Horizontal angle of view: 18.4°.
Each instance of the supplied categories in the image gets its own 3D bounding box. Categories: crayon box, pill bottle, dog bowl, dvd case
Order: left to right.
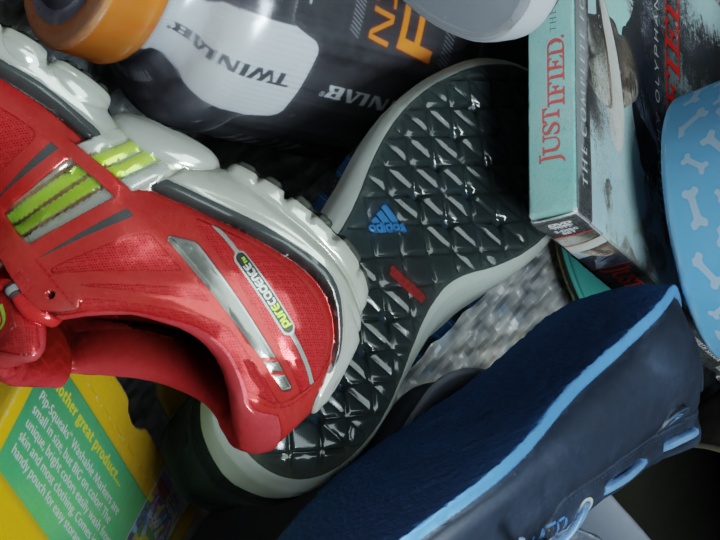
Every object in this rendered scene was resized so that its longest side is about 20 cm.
[{"bbox_3d":[-0.120,0.104,0.691,0.200,0.052,0.126,-65,150,-31],"label":"crayon box"},{"bbox_3d":[-0.020,-0.094,0.803,0.200,0.106,0.106,10,77,-37],"label":"pill bottle"},{"bbox_3d":[0.108,-0.054,0.817,0.200,0.022,0.146,33,53,-55],"label":"dvd case"},{"bbox_3d":[0.154,-0.023,0.806,0.200,0.050,0.112,-18,97,-69],"label":"dog bowl"}]

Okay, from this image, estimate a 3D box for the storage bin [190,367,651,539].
[{"bbox_3d":[0.022,0.148,0.782,0.200,0.134,0.146,48,58,-21],"label":"storage bin"}]

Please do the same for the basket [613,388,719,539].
[{"bbox_3d":[0.197,0.097,0.927,0.200,0.136,0.181,-37,139,-42],"label":"basket"}]

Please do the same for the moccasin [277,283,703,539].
[{"bbox_3d":[0.052,0.072,0.683,0.200,0.080,0.068,-33,108,-36],"label":"moccasin"}]

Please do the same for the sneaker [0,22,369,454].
[{"bbox_3d":[-0.096,-0.011,0.642,0.200,0.077,0.085,25,64,1],"label":"sneaker"}]

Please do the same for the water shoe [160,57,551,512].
[{"bbox_3d":[0.000,0.000,0.755,0.072,0.079,0.200,49,55,-8],"label":"water shoe"}]

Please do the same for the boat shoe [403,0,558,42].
[{"bbox_3d":[0.023,-0.160,0.759,0.065,0.074,0.200,-6,58,-41],"label":"boat shoe"}]

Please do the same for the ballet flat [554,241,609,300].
[{"bbox_3d":[0.111,-0.071,0.933,0.071,0.071,0.200,-9,91,-38],"label":"ballet flat"}]
